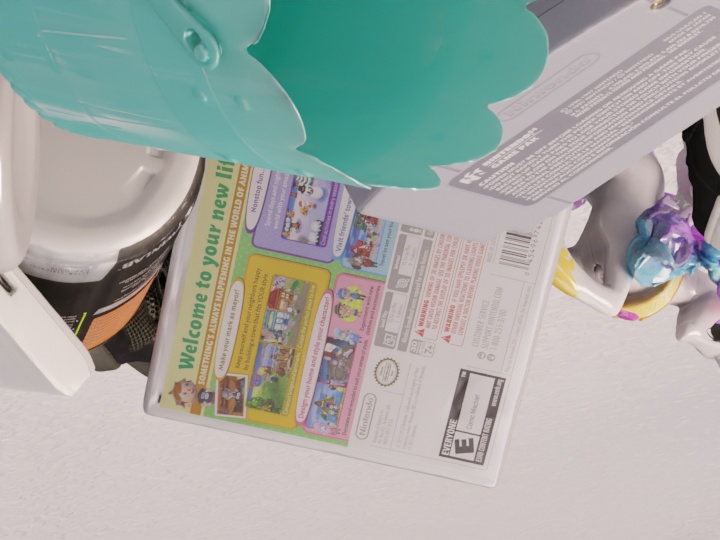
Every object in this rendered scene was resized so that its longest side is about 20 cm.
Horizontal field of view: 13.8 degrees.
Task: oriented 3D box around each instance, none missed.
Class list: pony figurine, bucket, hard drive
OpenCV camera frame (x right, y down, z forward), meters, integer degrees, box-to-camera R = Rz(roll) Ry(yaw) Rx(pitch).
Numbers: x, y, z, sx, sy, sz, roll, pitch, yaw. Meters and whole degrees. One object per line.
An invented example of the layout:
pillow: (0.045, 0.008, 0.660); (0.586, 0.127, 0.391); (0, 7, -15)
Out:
pony figurine: (0.136, -0.036, 1.519); (0.199, 0.194, 0.166); (20, 147, -26)
bucket: (-0.031, -0.128, 1.001); (0.134, 0.208, 0.207); (7, 174, 31)
hard drive: (-0.218, 0.000, 1.382); (0.200, 0.027, 0.132); (3, 137, 53)

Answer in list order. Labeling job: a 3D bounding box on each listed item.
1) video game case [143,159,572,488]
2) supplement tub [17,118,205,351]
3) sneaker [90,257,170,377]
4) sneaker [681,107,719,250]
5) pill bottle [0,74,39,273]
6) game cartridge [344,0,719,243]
video game case: (0.000, 0.000, 1.429); (0.181, 0.022, 0.201); (12, 119, -2)
supplement tub: (-0.148, -0.030, 1.410); (0.122, 0.123, 0.200); (-6, 163, -17)
sneaker: (-0.099, 0.015, 1.685); (0.114, 0.077, 0.199); (-17, 166, 14)
sneaker: (0.160, -0.106, 1.368); (0.073, 0.112, 0.201); (-43, 158, -36)
pill bottle: (-0.235, -0.057, 1.216); (0.199, 0.113, 0.113); (1, 164, 0)
game cartridge: (0.092, -0.080, 1.199); (0.200, 0.041, 0.133); (-34, 158, 26)
